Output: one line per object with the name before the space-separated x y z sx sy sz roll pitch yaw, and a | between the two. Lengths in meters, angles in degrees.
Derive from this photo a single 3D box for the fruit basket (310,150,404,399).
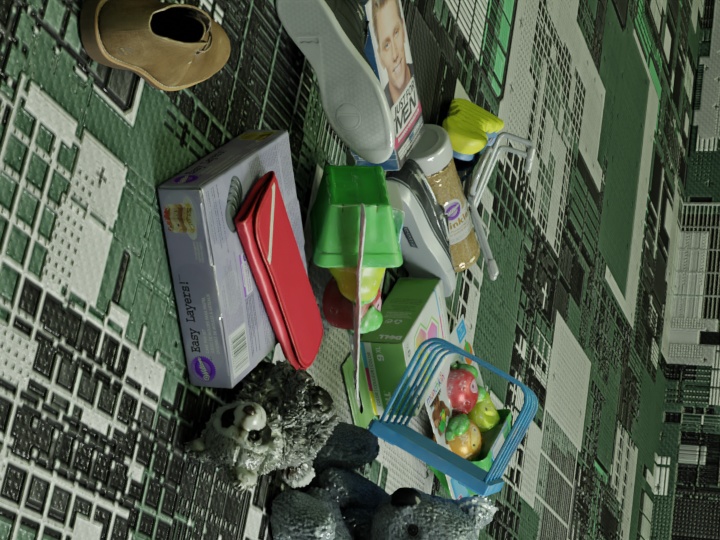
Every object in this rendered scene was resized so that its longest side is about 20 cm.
fruit basket | 0.000 0.000 1.474 0.186 0.093 0.202 -99 -176 -65

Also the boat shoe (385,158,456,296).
boat shoe | 0.079 -0.051 1.734 0.068 0.071 0.201 -53 135 -26

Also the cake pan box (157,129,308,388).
cake pan box | -0.109 -0.012 1.323 0.184 0.052 0.202 -44 131 -57

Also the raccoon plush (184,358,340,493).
raccoon plush | -0.086 0.182 1.341 0.134 0.096 0.201 -49 141 -34

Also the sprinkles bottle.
sprinkles bottle | 0.099 -0.088 1.793 0.201 0.068 0.069 69 32 -43

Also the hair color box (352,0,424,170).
hair color box | 0.015 -0.222 1.593 0.100 0.060 0.201 -59 143 -50

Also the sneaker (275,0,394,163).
sneaker | -0.007 -0.211 1.467 0.201 0.070 0.099 61 29 -7

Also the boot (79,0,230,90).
boot | -0.147 -0.190 1.190 0.200 0.075 0.074 -8 97 -68

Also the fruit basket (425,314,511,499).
fruit basket | 0.139 0.186 1.880 0.185 0.093 0.202 -49 132 -56

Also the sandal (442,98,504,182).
sandal | 0.132 -0.168 1.880 0.088 0.079 0.200 -65 171 24

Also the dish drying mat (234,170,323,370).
dish drying mat | -0.070 0.008 1.333 0.077 0.018 0.201 -67 150 -43

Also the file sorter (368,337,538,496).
file sorter | 0.110 0.155 1.550 0.123 0.138 0.200 -62 168 -1

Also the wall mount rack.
wall mount rack | 0.172 -0.083 1.840 0.200 0.074 0.175 31 79 -84

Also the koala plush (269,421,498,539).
koala plush | 0.036 0.278 1.495 0.178 0.198 0.185 -56 141 -52

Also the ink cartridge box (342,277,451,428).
ink cartridge box | 0.048 0.103 1.692 0.200 0.059 0.105 -55 140 -53
